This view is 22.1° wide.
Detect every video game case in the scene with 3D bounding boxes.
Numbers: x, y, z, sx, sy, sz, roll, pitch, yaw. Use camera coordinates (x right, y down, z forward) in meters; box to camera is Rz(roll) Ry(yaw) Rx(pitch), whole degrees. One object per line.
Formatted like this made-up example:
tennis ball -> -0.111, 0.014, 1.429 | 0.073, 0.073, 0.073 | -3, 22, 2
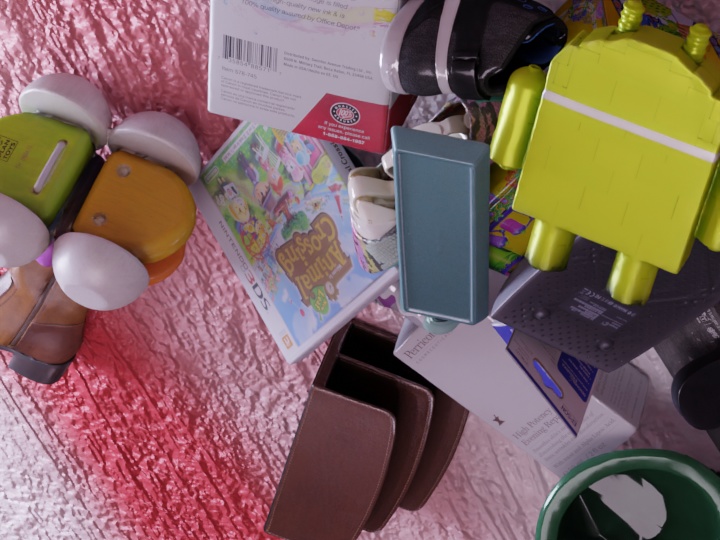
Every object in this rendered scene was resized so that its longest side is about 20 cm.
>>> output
video game case -> -0.055, -0.038, 1.508 | 0.182, 0.022, 0.200 | 59, 143, 8

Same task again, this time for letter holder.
letter holder -> 0.012, 0.165, 1.670 | 0.142, 0.101, 0.200 | 21, 130, 2

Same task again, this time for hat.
hat -> 0.230, 0.205, 1.627 | 0.199, 0.176, 0.166 | -13, 105, 10

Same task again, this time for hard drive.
hard drive -> 0.201, -0.009, 1.319 | 0.135, 0.042, 0.200 | 25, 132, -29

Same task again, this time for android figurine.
android figurine -> 0.174, -0.078, 1.212 | 0.182, 0.041, 0.200 | 21, 121, 17

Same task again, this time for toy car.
toy car -> -0.237, -0.054, 1.562 | 0.200, 0.175, 0.150 | 23, 155, 2

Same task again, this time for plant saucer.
plant saucer -> 0.056, -0.026, 1.315 | 0.070, 0.019, 0.200 | 12, 145, 12

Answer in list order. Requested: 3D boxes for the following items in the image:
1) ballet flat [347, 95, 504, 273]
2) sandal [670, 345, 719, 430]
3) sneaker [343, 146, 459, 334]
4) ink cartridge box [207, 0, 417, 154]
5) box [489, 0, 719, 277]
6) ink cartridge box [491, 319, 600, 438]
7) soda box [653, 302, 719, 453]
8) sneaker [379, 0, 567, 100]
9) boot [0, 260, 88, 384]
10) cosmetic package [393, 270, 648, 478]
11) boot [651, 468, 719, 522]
ballet flat -> 0.036, -0.069, 1.336 | 0.071, 0.069, 0.200 | 3, 145, -40
sandal -> 0.339, 0.061, 1.449 | 0.200, 0.043, 0.076 | -39, 113, 3
sneaker -> 0.000, 0.000, 1.546 | 0.200, 0.078, 0.140 | 51, 142, 18
ink cartridge box -> -0.020, -0.218, 1.356 | 0.145, 0.145, 0.200 | 16, 131, 11
box -> 0.191, -0.081, 1.360 | 0.192, 0.122, 0.200 | 23, 134, -26
ink cartridge box -> 0.156, 0.039, 1.452 | 0.037, 0.200, 0.095 | -26, 112, 34
soda box -> 0.296, 0.071, 1.514 | 0.071, 0.063, 0.200 | -20, 116, 32
sneaker -> 0.103, -0.193, 1.291 | 0.112, 0.200, 0.073 | 14, 151, 26
boot -> -0.325, 0.001, 1.690 | 0.188, 0.069, 0.200 | 29, 130, -2
cosmetic package -> 0.138, 0.082, 1.577 | 0.200, 0.074, 0.102 | 35, 129, -9
boot -> 0.304, 0.274, 1.662 | 0.182, 0.073, 0.200 | 28, 125, 16
